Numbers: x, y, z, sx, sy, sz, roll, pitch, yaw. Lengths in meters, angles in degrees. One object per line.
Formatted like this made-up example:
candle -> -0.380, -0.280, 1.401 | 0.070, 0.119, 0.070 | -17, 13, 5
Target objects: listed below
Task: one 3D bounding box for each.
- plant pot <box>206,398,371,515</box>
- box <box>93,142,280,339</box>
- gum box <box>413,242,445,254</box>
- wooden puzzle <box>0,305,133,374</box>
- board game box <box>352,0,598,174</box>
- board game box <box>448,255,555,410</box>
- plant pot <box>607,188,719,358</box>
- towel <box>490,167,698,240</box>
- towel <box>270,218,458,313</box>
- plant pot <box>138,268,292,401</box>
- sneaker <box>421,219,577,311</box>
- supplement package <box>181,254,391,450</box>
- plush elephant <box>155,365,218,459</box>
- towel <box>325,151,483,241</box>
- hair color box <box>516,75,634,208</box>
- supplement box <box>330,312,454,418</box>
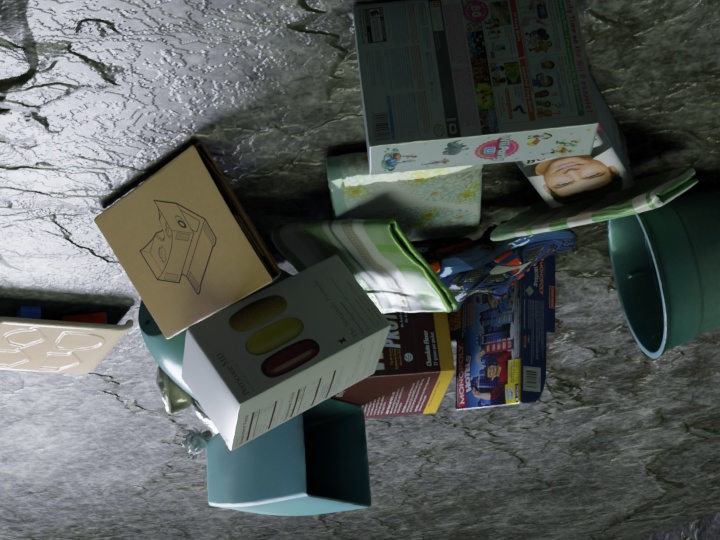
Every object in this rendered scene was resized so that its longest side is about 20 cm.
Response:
plant pot -> -0.110, 0.267, 1.876 | 0.199, 0.142, 0.141 | -20, 154, 33
box -> -0.192, -0.028, 1.484 | 0.200, 0.164, 0.021 | -28, -175, 43
gum box -> 0.051, 0.010, 1.708 | 0.169, 0.045, 0.200 | -3, 167, -28
wooden puzzle -> -0.428, 0.093, 1.851 | 0.199, 0.047, 0.185 | 1, 158, -29
board game box -> 0.099, -0.169, 1.208 | 0.199, 0.148, 0.064 | -6, 157, 0
board game box -> 0.182, 0.089, 1.860 | 0.061, 0.201, 0.200 | 8, 169, -29
plant pot -> 0.421, -0.015, 1.642 | 0.195, 0.201, 0.200 | -14, 159, -5
towel -> 0.263, -0.075, 1.534 | 0.199, 0.024, 0.152 | -10, -170, 33
towel -> 0.000, 0.000, 1.556 | 0.199, 0.031, 0.149 | -1, 139, 48
plant pot -> -0.169, 0.061, 1.652 | 0.200, 0.201, 0.161 | -22, 135, 35
sneaker -> 0.166, -0.010, 1.617 | 0.199, 0.079, 0.075 | -17, -162, -13
supplement package -> -0.084, 0.090, 1.511 | 0.199, 0.114, 0.110 | -27, 155, -27
plush elephant -> -0.218, 0.152, 1.937 | 0.200, 0.165, 0.155 | -40, 112, 1
towel -> 0.051, -0.085, 1.540 | 0.170, 0.048, 0.200 | -9, 158, 0
hair color box -> 0.216, -0.137, 1.435 | 0.098, 0.061, 0.200 | -14, 157, 19
supplement box -> 0.013, 0.116, 1.901 | 0.199, 0.134, 0.197 | -4, 158, -7
